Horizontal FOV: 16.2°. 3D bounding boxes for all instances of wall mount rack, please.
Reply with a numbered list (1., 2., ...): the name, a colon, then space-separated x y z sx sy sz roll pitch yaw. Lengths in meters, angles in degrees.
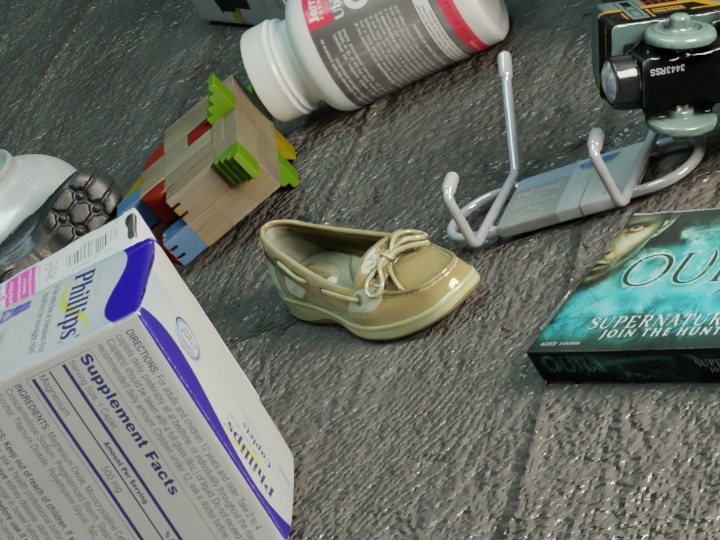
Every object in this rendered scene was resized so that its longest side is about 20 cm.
1. wall mount rack: 0.139 -0.094 1.720 0.200 0.075 0.174 -16 28 31

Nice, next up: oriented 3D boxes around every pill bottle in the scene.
1. pill bottle: 0.009 -0.195 2.024 0.200 0.111 0.111 -24 25 18

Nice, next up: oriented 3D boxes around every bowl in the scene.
1. bowl: -0.314 -0.040 2.144 0.201 0.090 0.201 -26 24 13

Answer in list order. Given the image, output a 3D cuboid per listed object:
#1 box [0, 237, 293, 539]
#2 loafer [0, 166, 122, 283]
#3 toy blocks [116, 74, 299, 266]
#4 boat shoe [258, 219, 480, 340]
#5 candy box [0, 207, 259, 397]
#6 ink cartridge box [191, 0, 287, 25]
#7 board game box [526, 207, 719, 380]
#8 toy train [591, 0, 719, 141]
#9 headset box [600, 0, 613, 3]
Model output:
1. box: -0.169 0.112 1.566 0.200 0.184 0.105 -25 23 14
2. loafer: -0.265 0.002 2.033 0.201 0.068 0.070 -50 4 -8
3. toy blocks: -0.133 -0.070 2.001 0.137 0.100 0.200 -40 22 12
4. boat shoe: 0.001 -0.002 1.723 0.073 0.063 0.200 -43 26 -22
5. candy box: -0.190 0.083 1.664 0.200 0.168 0.072 -29 24 6
6. ink cartridge box: -0.070 -0.302 2.354 0.146 0.083 0.200 -41 26 -19
7. board game box: 0.208 0.012 1.492 0.200 0.028 0.135 -3 38 48
8. toy train: 0.242 -0.144 1.626 0.199 0.085 0.114 -10 25 -11
9. headset box: 0.209 -0.281 1.900 0.075 0.149 0.200 -18 26 28
